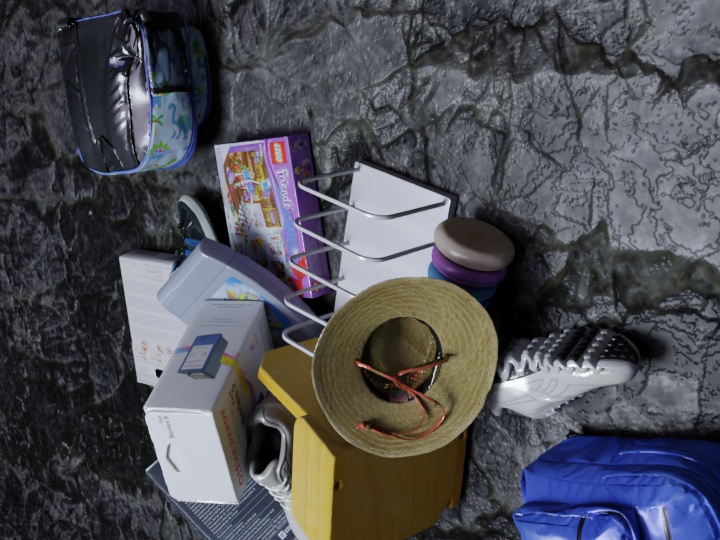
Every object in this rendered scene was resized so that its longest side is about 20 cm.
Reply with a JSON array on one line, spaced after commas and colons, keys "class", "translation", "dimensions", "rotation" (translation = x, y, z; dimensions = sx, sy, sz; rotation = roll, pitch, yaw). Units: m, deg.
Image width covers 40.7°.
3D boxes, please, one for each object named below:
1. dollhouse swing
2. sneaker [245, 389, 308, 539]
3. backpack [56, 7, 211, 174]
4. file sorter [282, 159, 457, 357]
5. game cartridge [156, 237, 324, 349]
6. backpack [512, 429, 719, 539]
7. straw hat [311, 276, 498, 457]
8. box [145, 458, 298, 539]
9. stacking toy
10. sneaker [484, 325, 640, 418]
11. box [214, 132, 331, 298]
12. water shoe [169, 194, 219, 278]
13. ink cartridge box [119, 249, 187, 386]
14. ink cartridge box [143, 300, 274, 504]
[{"class": "dollhouse swing", "translation": [-0.011, 0.189, 1.096], "dimensions": [0.176, 0.200, 0.182], "rotation": [23, 117, 43]}, {"class": "sneaker", "translation": [-0.090, 0.234, 1.116], "dimensions": [0.078, 0.099, 0.200], "rotation": [-9, 102, 32]}, {"class": "backpack", "translation": [-0.283, -0.227, 1.252], "dimensions": [0.183, 0.147, 0.200], "rotation": [5, 102, 40]}, {"class": "file sorter", "translation": [0.000, 0.000, 1.079], "dimensions": [0.139, 0.124, 0.200], "rotation": [26, 119, 35]}, {"class": "game cartridge", "translation": [-0.143, 0.053, 1.206], "dimensions": [0.200, 0.040, 0.133], "rotation": [38, 125, -10]}, {"class": "backpack", "translation": [0.258, 0.249, 0.892], "dimensions": [0.200, 0.168, 0.163], "rotation": [-10, 102, 40]}, {"class": "straw hat", "translation": [0.037, 0.083, 0.988], "dimensions": [0.085, 0.201, 0.201], "rotation": [-113, 27, -66]}, {"class": "box", "translation": [-0.161, 0.310, 1.254], "dimensions": [0.200, 0.107, 0.148], "rotation": [40, 161, 19]}, {"class": "stacking toy", "translation": [0.095, 0.047, 1.035], "dimensions": [0.085, 0.085, 0.200], "rotation": [35, 125, 30]}, {"class": "sneaker", "translation": [0.196, 0.107, 0.978], "dimensions": [0.200, 0.075, 0.081], "rotation": [-10, 109, 46]}, {"class": "box", "translation": [-0.111, -0.066, 1.217], "dimensions": [0.137, 0.039, 0.200], "rotation": [1, 104, 42]}, {"class": "water shoe", "translation": [-0.220, -0.007, 1.286], "dimensions": [0.072, 0.079, 0.200], "rotation": [112, 137, -70]}, {"class": "ink cartridge box", "translation": [-0.274, 0.075, 1.408], "dimensions": [0.161, 0.050, 0.200], "rotation": [8, 111, 40]}, {"class": "ink cartridge box", "translation": [-0.165, 0.150, 1.133], "dimensions": [0.087, 0.200, 0.145], "rotation": [1, 124, 15]}]
